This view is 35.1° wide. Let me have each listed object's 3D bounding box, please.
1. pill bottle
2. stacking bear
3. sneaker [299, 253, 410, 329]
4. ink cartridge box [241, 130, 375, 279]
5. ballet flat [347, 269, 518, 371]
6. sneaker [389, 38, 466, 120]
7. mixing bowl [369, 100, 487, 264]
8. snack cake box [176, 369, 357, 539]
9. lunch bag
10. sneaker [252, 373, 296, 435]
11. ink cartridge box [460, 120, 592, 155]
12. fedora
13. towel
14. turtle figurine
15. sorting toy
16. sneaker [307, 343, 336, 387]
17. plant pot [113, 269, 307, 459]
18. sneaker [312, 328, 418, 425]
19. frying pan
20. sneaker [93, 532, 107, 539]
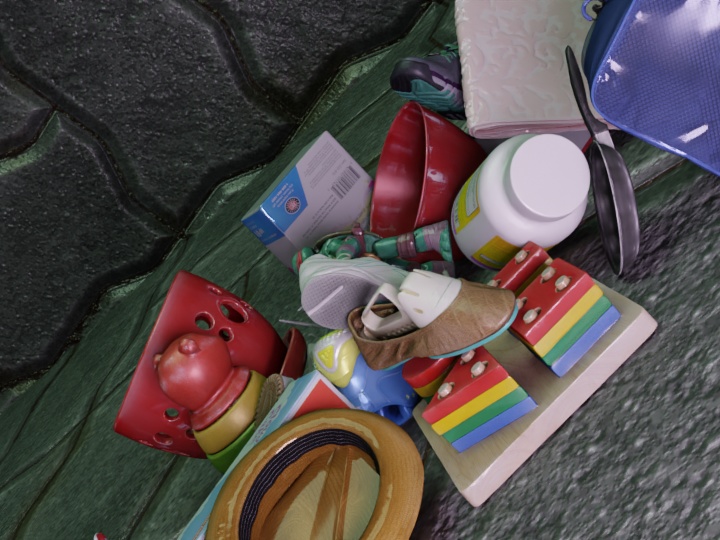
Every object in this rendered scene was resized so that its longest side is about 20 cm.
[{"bbox_3d":[0.152,-0.065,1.073,0.104,0.104,0.200,-47,-1,-11],"label":"pill bottle"},{"bbox_3d":[-0.124,0.145,1.164,0.121,0.200,0.114,-26,22,50],"label":"stacking bear"},{"bbox_3d":[0.033,0.022,1.078,0.081,0.197,0.071,-116,45,-61],"label":"sneaker"},{"bbox_3d":[-0.030,-0.049,1.450,0.145,0.200,0.084,-50,12,-25],"label":"ink cartridge box"},{"bbox_3d":[0.048,0.036,0.957,0.068,0.072,0.199,-53,16,-27],"label":"ballet flat"},{"bbox_3d":[0.092,-0.233,1.303,0.199,0.073,0.089,13,-94,-64],"label":"sneaker"},{"bbox_3d":[0.090,-0.084,1.312,0.200,0.106,0.204,-171,90,-76],"label":"mixing bowl"},{"bbox_3d":[-0.064,0.204,0.996,0.201,0.115,0.067,-53,12,-30],"label":"snack cake box"},{"bbox_3d":[0.271,-0.175,0.929,0.137,0.197,0.133,-62,4,24],"label":"lunch bag"},{"bbox_3d":[-0.053,0.209,1.086,0.070,0.107,0.204,-16,62,57],"label":"sneaker"},{"bbox_3d":[0.202,-0.174,1.369,0.146,0.083,0.199,-53,16,-28],"label":"ink cartridge box"},{"bbox_3d":[-0.028,0.205,0.904,0.197,0.082,0.203,-15,41,13],"label":"fedora"},{"bbox_3d":[0.202,-0.229,1.260,0.032,0.187,0.203,90,178,-54],"label":"towel"},{"bbox_3d":[0.000,0.000,1.193,0.196,0.103,0.150,-8,-23,6],"label":"turtle figurine"},{"bbox_3d":[0.120,0.069,0.952,0.199,0.070,0.200,-45,14,1],"label":"sorting toy"},{"bbox_3d":[-0.017,0.116,1.258,0.080,0.076,0.200,-3,0,-5],"label":"sneaker"},{"bbox_3d":[-0.171,0.127,1.323,0.203,0.180,0.201,-62,8,16],"label":"plant pot"},{"bbox_3d":[0.030,0.100,1.136,0.075,0.107,0.199,-26,-8,37],"label":"sneaker"},{"bbox_3d":[0.211,-0.088,0.991,0.030,0.115,0.193,-10,62,4],"label":"frying pan"},{"bbox_3d":[-0.258,0.343,1.171,0.071,0.113,0.200,-45,14,-5],"label":"sneaker"}]
